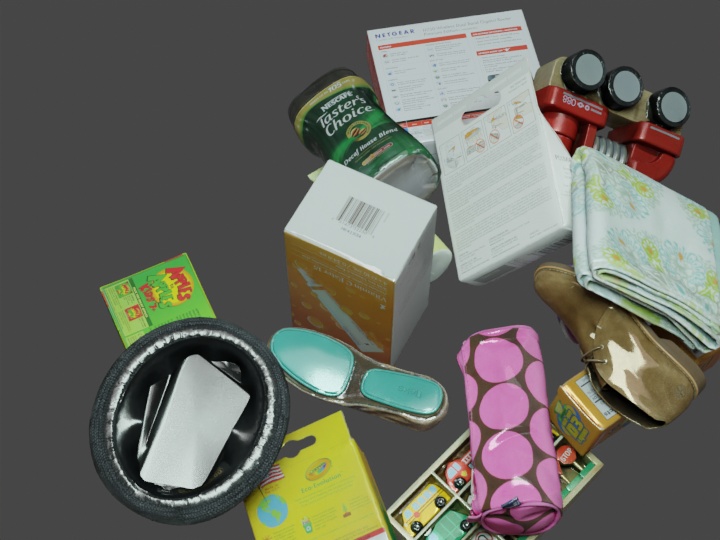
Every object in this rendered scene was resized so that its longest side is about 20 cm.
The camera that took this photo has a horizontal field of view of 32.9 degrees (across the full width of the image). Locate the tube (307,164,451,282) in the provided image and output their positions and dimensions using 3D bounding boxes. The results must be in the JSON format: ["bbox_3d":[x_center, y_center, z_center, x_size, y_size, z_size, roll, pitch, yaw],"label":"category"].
[{"bbox_3d":[0.024,-0.067,1.383,0.058,0.052,0.200,-1,41,-46],"label":"tube"}]

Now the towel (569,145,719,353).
[{"bbox_3d":[0.288,-0.026,1.215,0.170,0.048,0.201,28,40,-17],"label":"towel"}]

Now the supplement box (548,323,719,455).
[{"bbox_3d":[0.286,0.108,1.256,0.199,0.067,0.069,-27,65,-24],"label":"supplement box"}]

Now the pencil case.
[{"bbox_3d":[0.143,0.155,1.202,0.093,0.091,0.201,-6,57,4],"label":"pencil case"}]

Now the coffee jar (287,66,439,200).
[{"bbox_3d":[-0.002,-0.143,1.366,0.104,0.085,0.200,-37,47,0],"label":"coffee jar"}]

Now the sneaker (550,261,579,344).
[{"bbox_3d":[0.282,0.002,1.332,0.199,0.081,0.088,-23,38,-19],"label":"sneaker"}]

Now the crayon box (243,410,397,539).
[{"bbox_3d":[-0.035,0.252,1.180,0.126,0.051,0.201,-23,62,2],"label":"crayon box"}]

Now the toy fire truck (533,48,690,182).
[{"bbox_3d":[0.269,-0.125,1.362,0.175,0.129,0.201,20,80,-18],"label":"toy fire truck"}]

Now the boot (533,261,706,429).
[{"bbox_3d":[0.238,0.072,1.192,0.200,0.074,0.075,41,66,14],"label":"boot"}]

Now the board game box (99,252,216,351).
[{"bbox_3d":[-0.191,0.089,1.289,0.101,0.048,0.201,-22,63,-13],"label":"board game box"}]

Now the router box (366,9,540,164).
[{"bbox_3d":[0.119,-0.220,1.469,0.198,0.049,0.181,-8,60,-5],"label":"router box"}]

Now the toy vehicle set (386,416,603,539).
[{"bbox_3d":[0.133,0.224,1.225,0.124,0.027,0.200,40,67,20],"label":"toy vehicle set"}]

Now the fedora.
[{"bbox_3d":[-0.162,0.149,1.176,0.199,0.092,0.202,2,70,-5],"label":"fedora"}]

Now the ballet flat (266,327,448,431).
[{"bbox_3d":[-0.005,0.120,1.261,0.199,0.067,0.068,23,68,13],"label":"ballet flat"}]

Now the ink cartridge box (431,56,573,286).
[{"bbox_3d":[0.158,-0.104,1.328,0.050,0.161,0.201,10,63,-38],"label":"ink cartridge box"}]

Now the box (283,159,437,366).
[{"bbox_3d":[0.000,0.000,1.254,0.124,0.200,0.098,24,62,14],"label":"box"}]
